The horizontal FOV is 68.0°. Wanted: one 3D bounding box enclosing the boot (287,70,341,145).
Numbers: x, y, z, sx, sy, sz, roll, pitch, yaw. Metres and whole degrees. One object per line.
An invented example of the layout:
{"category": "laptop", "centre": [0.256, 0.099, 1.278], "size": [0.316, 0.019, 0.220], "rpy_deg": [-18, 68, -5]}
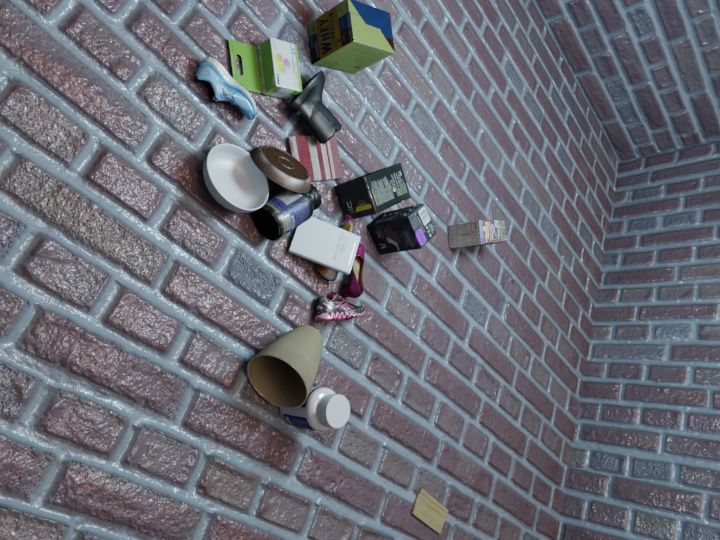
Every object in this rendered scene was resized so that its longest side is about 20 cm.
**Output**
{"category": "boot", "centre": [-0.125, -0.515, 1.695], "size": [0.168, 0.076, 0.201], "rpy_deg": [44, 53, -24]}

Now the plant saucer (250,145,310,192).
{"category": "plant saucer", "centre": [-0.221, -0.300, 1.537], "size": [0.199, 0.032, 0.201], "rpy_deg": [32, 26, -17]}

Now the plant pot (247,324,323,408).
{"category": "plant pot", "centre": [-0.187, 0.250, 1.508], "size": [0.188, 0.186, 0.200], "rpy_deg": [62, 35, -19]}

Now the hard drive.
{"category": "hard drive", "centre": [-0.109, -0.081, 1.648], "size": [0.198, 0.027, 0.133], "rpy_deg": [21, 68, -11]}

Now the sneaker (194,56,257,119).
{"category": "sneaker", "centre": [-0.376, -0.488, 1.479], "size": [0.200, 0.078, 0.090], "rpy_deg": [41, 76, -29]}

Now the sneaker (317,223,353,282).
{"category": "sneaker", "centre": [-0.072, -0.057, 1.726], "size": [0.088, 0.075, 0.201], "rpy_deg": [51, 58, -44]}

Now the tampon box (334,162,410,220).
{"category": "tampon box", "centre": [0.043, -0.263, 1.797], "size": [0.199, 0.149, 0.127], "rpy_deg": [-29, 104, -42]}

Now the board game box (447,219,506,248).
{"category": "board game box", "centre": [0.485, -0.153, 2.213], "size": [0.199, 0.159, 0.098], "rpy_deg": [-7, 90, -44]}

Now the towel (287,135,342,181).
{"category": "towel", "centre": [-0.143, -0.360, 1.714], "size": [0.199, 0.023, 0.146], "rpy_deg": [-14, 95, -44]}

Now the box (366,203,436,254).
{"category": "box", "centre": [0.141, -0.141, 1.844], "size": [0.106, 0.199, 0.123], "rpy_deg": [-42, 114, -39]}

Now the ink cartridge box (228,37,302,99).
{"category": "ink cartridge box", "centre": [-0.277, -0.601, 1.569], "size": [0.199, 0.075, 0.149], "rpy_deg": [-7, 90, -48]}

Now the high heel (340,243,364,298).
{"category": "high heel", "centre": [0.000, 0.000, 1.760], "size": [0.067, 0.096, 0.202], "rpy_deg": [30, 65, -38]}

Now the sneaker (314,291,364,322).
{"category": "sneaker", "centre": [-0.065, 0.113, 1.708], "size": [0.199, 0.079, 0.096], "rpy_deg": [2, 73, -46]}

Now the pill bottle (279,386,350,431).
{"category": "pill bottle", "centre": [-0.128, 0.391, 1.516], "size": [0.119, 0.199, 0.121], "rpy_deg": [6, 82, -44]}

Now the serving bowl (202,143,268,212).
{"category": "serving bowl", "centre": [-0.347, -0.241, 1.451], "size": [0.199, 0.066, 0.202], "rpy_deg": [30, 46, -37]}

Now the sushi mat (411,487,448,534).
{"category": "sushi mat", "centre": [0.258, 0.889, 1.970], "size": [0.200, 0.012, 0.096], "rpy_deg": [47, 56, -31]}

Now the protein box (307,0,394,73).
{"category": "protein box", "centre": [-0.031, -0.759, 1.746], "size": [0.197, 0.199, 0.136], "rpy_deg": [-8, 91, -45]}

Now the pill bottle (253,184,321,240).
{"category": "pill bottle", "centre": [-0.208, -0.179, 1.565], "size": [0.200, 0.111, 0.113], "rpy_deg": [-39, 112, -40]}
